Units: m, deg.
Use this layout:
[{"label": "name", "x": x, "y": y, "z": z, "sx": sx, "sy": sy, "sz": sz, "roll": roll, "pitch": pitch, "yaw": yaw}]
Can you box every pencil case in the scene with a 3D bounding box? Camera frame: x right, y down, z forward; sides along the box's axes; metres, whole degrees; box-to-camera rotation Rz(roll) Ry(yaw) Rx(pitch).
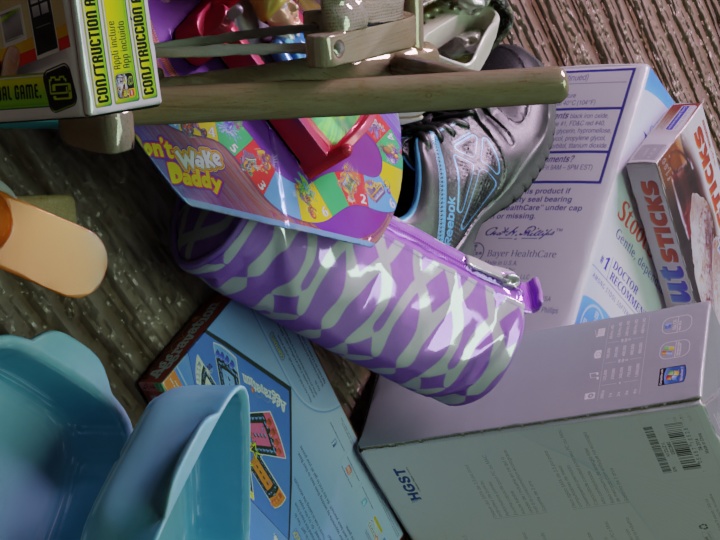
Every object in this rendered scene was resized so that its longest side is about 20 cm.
[{"label": "pencil case", "x": 0.000, "y": 0.000, "z": 0.874, "sx": 0.199, "sy": 0.085, "sz": 0.085, "roll": 26, "pitch": 42, "yaw": -33}]

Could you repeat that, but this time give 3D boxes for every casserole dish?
[{"label": "casserole dish", "x": -0.164, "y": 0.121, "z": 0.730, "sx": 0.121, "sy": 0.039, "sz": 0.202, "roll": 41, "pitch": 60, "yaw": -48}, {"label": "casserole dish", "x": -0.088, "y": 0.130, "z": 0.783, "sx": 0.201, "sy": 0.038, "sz": 0.122, "roll": 95, "pitch": 16, "yaw": -52}]

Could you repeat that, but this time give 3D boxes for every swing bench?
[{"label": "swing bench", "x": -0.036, "y": -0.160, "z": 0.665, "sx": 0.198, "sy": 0.130, "sz": 0.201, "roll": -7, "pitch": 104, "yaw": -23}]

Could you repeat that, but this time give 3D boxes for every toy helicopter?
[{"label": "toy helicopter", "x": -0.185, "y": -0.013, "z": 0.635, "sx": 0.199, "sy": 0.131, "sz": 0.080, "roll": -6, "pitch": 96, "yaw": -52}]

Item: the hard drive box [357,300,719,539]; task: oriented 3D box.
[{"label": "hard drive box", "x": 0.122, "y": 0.112, "z": 0.973, "sx": 0.157, "sy": 0.198, "sz": 0.077, "roll": 61, "pitch": 30, "yaw": -35}]

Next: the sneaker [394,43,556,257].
[{"label": "sneaker", "x": 0.051, "y": -0.064, "z": 0.988, "sx": 0.082, "sy": 0.073, "sz": 0.201, "roll": 55, "pitch": 50, "yaw": -39}]

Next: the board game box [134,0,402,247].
[{"label": "board game box", "x": -0.034, "y": -0.099, "z": 0.788, "sx": 0.199, "sy": 0.039, "sz": 0.160, "roll": 12, "pitch": 60, "yaw": -47}]

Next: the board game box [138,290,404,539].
[{"label": "board game box", "x": -0.041, "y": 0.102, "z": 0.916, "sx": 0.103, "sy": 0.019, "sz": 0.201, "roll": -53, "pitch": 129, "yaw": -40}]

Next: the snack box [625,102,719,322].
[{"label": "snack box", "x": 0.212, "y": 0.002, "z": 1.072, "sx": 0.072, "sy": 0.024, "sz": 0.201, "roll": -48, "pitch": 127, "yaw": -42}]

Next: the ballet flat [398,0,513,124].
[{"label": "ballet flat", "x": 0.022, "y": -0.115, "z": 0.939, "sx": 0.200, "sy": 0.072, "sz": 0.073, "roll": -37, "pitch": 119, "yaw": -43}]

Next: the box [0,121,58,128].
[{"label": "box", "x": -0.138, "y": -0.104, "z": 0.761, "sx": 0.199, "sy": 0.049, "sz": 0.083, "roll": -5, "pitch": 95, "yaw": -52}]

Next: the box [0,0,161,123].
[{"label": "box", "x": -0.157, "y": -0.106, "z": 0.613, "sx": 0.035, "sy": 0.199, "sz": 0.111, "roll": -18, "pitch": 104, "yaw": -49}]

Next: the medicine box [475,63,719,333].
[{"label": "medicine box", "x": 0.151, "y": 0.003, "z": 1.097, "sx": 0.182, "sy": 0.102, "sz": 0.202, "roll": 43, "pitch": 58, "yaw": -44}]
